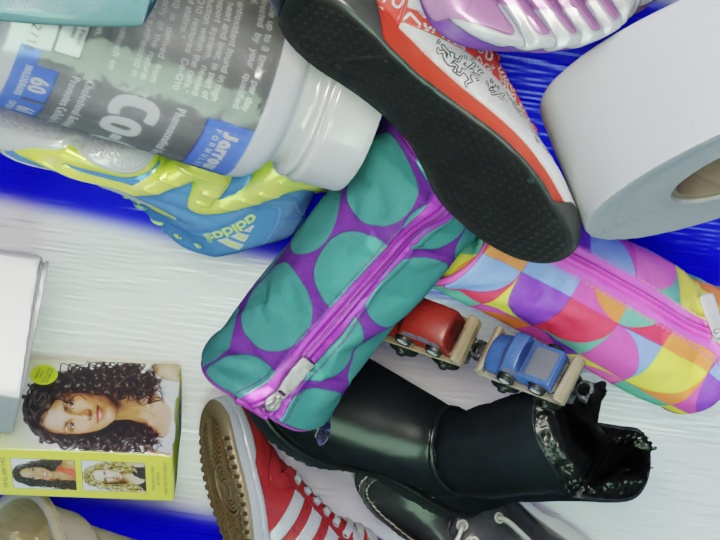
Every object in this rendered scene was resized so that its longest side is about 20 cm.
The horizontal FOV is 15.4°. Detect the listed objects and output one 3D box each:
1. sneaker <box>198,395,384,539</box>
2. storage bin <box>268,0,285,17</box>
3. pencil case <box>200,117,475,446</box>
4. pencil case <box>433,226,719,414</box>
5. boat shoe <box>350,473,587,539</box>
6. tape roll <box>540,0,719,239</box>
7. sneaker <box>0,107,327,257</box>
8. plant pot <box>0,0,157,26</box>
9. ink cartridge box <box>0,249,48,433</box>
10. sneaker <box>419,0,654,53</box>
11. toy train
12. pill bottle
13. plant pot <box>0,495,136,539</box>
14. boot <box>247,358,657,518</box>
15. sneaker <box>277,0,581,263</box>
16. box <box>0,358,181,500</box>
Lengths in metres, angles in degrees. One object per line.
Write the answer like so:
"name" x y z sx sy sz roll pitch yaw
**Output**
"sneaker" -0.025 0.159 1.661 0.112 0.071 0.201 -21 101 -19
"storage bin" -0.011 -0.228 1.199 0.134 0.146 0.200 -19 137 5
"pencil case" 0.000 0.000 1.444 0.085 0.093 0.200 31 117 -15
"pencil case" 0.131 0.011 1.509 0.200 0.089 0.088 25 131 -23
"boat shoe" 0.074 0.174 1.695 0.074 0.060 0.200 -33 126 32
"tape roll" 0.194 -0.087 1.340 0.202 0.071 0.202 -19 167 -5
"sneaker" -0.113 -0.049 1.457 0.199 0.076 0.105 8 137 -7
"plant pot" -0.177 -0.190 1.212 0.199 0.141 0.142 17 102 -4
"ink cartridge box" -0.283 0.030 1.497 0.199 0.084 0.145 9 168 -8
"sneaker" 0.097 -0.143 1.303 0.088 0.200 0.081 -29 86 49
"toy train" 0.041 0.033 1.504 0.200 0.034 0.046 20 159 26
"pill bottle" -0.091 -0.113 1.362 0.199 0.114 0.114 17 134 -15
"plant pot" -0.149 0.252 1.709 0.183 0.201 0.201 12 136 -28
"boot" 0.054 0.085 1.552 0.200 0.077 0.168 30 152 -31
"sneaker" 0.053 -0.103 1.334 0.201 0.108 0.067 43 139 -18
"box" -0.209 0.094 1.612 0.199 0.075 0.050 1 138 -1
